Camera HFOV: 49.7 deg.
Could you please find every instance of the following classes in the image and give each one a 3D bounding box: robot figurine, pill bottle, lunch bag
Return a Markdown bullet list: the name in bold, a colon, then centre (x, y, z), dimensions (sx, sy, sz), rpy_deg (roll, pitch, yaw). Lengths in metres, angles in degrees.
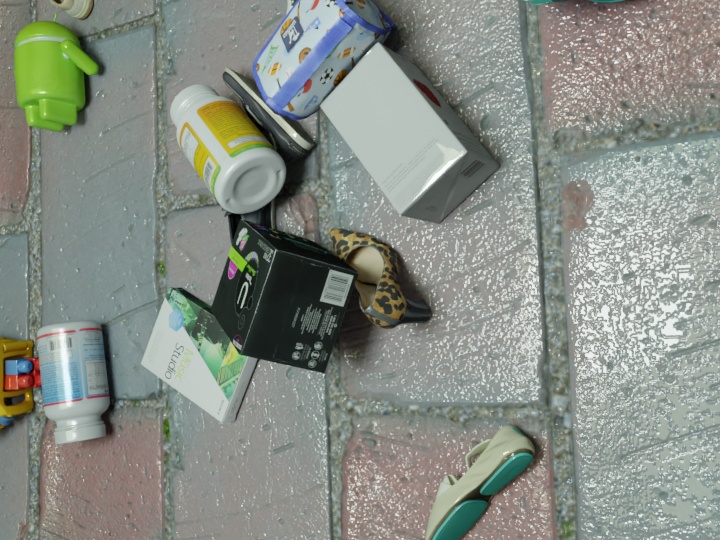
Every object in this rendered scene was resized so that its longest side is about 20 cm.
- **robot figurine**: centre (-0.563, -0.358, 1.407), dimensions (0.175, 0.116, 0.201), rpy_deg (-13, 81, 37)
- **pill bottle**: centre (-0.494, 0.193, 1.343), dimensions (0.108, 0.109, 0.201), rpy_deg (-13, 81, 29)
- **lunch bag**: centre (-0.053, -0.301, 1.049), dimensions (0.124, 0.200, 0.170), rpy_deg (40, 113, -11)
- **pill bottle**: centre (-0.203, -0.187, 1.151), dimensions (0.111, 0.111, 0.200), rpy_deg (-50, 57, 18)

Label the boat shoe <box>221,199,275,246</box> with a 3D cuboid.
- **boat shoe**: centre (-0.175, -0.098, 1.202), dimensions (0.074, 0.062, 0.201), rpy_deg (-14, 79, 30)

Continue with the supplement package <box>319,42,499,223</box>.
- **supplement package**: centre (0.064, -0.179, 1.033), dimensions (0.120, 0.121, 0.200), rpy_deg (-43, 69, 21)

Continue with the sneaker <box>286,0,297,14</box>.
- **sneaker**: centre (-0.085, -0.401, 1.160), dimensions (0.072, 0.072, 0.201), rpy_deg (18, 98, 28)

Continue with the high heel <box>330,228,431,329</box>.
- **high heel**: centre (0.000, 0.000, 1.048), dimensions (0.200, 0.142, 0.071), rpy_deg (44, 108, 24)

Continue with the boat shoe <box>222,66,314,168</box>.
- **boat shoe**: centre (-0.156, -0.236, 1.192), dimensions (0.200, 0.073, 0.063), rpy_deg (46, 106, 19)

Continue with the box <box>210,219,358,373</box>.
- **box**: centre (-0.111, 0.030, 1.072), dimensions (0.200, 0.124, 0.149), rpy_deg (33, 105, 64)

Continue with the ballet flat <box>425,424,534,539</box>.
- **ballet flat**: centre (0.144, 0.276, 1.004), dimensions (0.200, 0.069, 0.069), rpy_deg (-49, 66, 16)

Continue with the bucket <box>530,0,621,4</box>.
- **bucket**: centre (0.256, -0.404, 0.879), dimensions (0.207, 0.134, 0.208), rpy_deg (171, 90, -73)

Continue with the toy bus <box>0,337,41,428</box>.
- **toy bus**: centre (-0.670, 0.219, 1.445), dimensions (0.191, 0.136, 0.201), rpy_deg (1, 90, 14)

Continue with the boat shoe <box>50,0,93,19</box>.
- **boat shoe**: centre (-0.578, -0.546, 1.455), dimensions (0.072, 0.065, 0.200), rpy_deg (-50, 66, 18)

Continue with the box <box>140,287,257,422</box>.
- **box**: centre (-0.257, 0.133, 1.252), dimensions (0.200, 0.036, 0.145), rpy_deg (27, 101, 27)
